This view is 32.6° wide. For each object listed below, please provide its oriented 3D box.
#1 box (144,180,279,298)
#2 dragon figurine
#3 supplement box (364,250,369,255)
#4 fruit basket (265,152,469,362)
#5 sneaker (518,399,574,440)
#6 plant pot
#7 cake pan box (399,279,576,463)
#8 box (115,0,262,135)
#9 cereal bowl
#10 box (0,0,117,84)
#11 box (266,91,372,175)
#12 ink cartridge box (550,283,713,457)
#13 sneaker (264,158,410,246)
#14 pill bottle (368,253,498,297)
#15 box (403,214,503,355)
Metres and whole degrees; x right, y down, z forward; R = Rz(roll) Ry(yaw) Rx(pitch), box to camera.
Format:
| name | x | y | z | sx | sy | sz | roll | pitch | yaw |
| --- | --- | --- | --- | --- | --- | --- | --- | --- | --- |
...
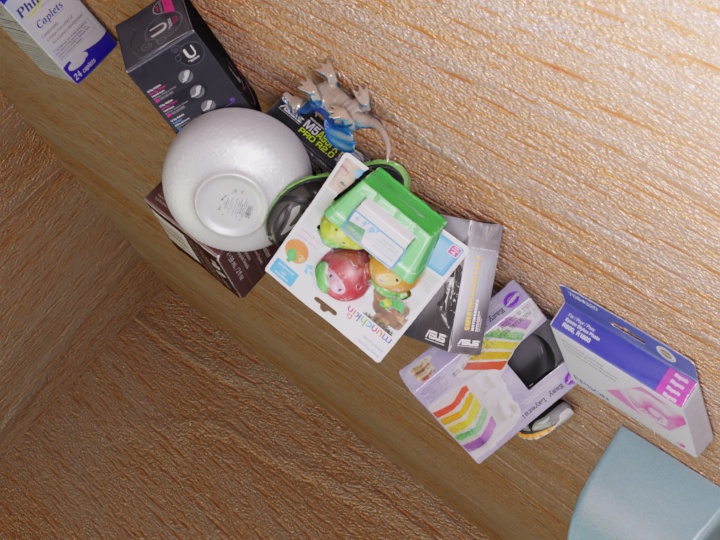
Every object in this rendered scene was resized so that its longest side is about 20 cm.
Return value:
| name | x | y | z | sx | sy | sz | roll | pitch | yaw |
| --- | --- | --- | --- | --- | --- | --- | --- | --- | --- |
| box | -0.193 | -0.101 | 1.908 | 0.164 | 0.200 | 0.166 | 37 | 167 | 22 |
| dragon figurine | -0.016 | -0.179 | 1.435 | 0.200 | 0.059 | 0.099 | 37 | 167 | 26 |
| supplement box | 0.000 | 0.000 | 1.792 | 0.200 | 0.069 | 0.067 | 12 | 160 | 14 |
| fruit basket | 0.001 | -0.011 | 1.456 | 0.185 | 0.200 | 0.094 | 40 | -155 | 3 |
| sneaker | 0.251 | 0.205 | 1.890 | 0.200 | 0.078 | 0.077 | -1 | 116 | 62 |
| plant pot | 0.399 | 0.380 | 1.726 | 0.196 | 0.200 | 0.196 | 32 | 164 | 36 |
| cake pan box | 0.176 | 0.131 | 1.582 | 0.184 | 0.200 | 0.052 | 50 | -179 | -41 |
| box | -0.220 | -0.250 | 1.627 | 0.200 | 0.106 | 0.122 | 53 | -171 | -44 |
| cereal bowl | -0.163 | -0.105 | 1.597 | 0.200 | 0.200 | 0.083 | 47 | -157 | -23 |
| box | -0.536 | -0.428 | 2.079 | 0.200 | 0.105 | 0.184 | 49 | 166 | -32 |
| box | -0.037 | -0.138 | 1.672 | 0.200 | 0.044 | 0.160 | 40 | 168 | 11 |
| ink cartridge box | 0.319 | 0.122 | 1.468 | 0.196 | 0.043 | 0.200 | 33 | 166 | 36 |
| sneaker | -0.033 | -0.077 | 1.535 | 0.077 | 0.200 | 0.084 | 55 | -157 | -35 |
| pill bottle | 0.102 | 0.033 | 1.665 | 0.200 | 0.111 | 0.111 | 39 | 167 | 14 |
| box | 0.092 | 0.009 | 1.519 | 0.048 | 0.159 | 0.200 | 7 | -175 | -27 |
